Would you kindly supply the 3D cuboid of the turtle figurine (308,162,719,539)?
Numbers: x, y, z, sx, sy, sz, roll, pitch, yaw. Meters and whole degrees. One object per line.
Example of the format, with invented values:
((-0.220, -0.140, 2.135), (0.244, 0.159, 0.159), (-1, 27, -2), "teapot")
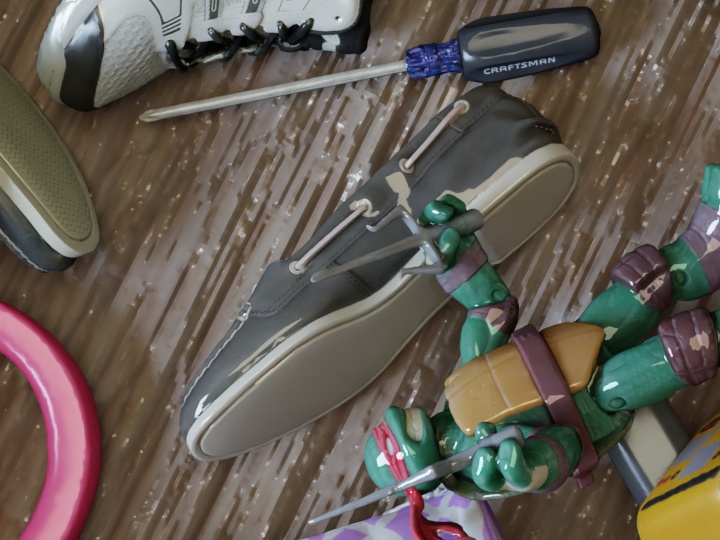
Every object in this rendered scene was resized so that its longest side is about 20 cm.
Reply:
((0.065, 0.034, 0.745), (0.199, 0.101, 0.150), (-25, 46, -2), "turtle figurine")

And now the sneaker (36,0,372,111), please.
((-0.039, -0.117, 0.827), (0.199, 0.076, 0.088), (-35, 82, 0), "sneaker")

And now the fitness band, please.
((-0.195, 0.102, 0.832), (0.143, 0.037, 0.201), (33, 88, 7), "fitness band")

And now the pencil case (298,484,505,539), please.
((-0.029, 0.138, 0.785), (0.199, 0.084, 0.086), (-14, 76, -2), "pencil case")

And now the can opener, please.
((0.127, 0.112, 0.801), (0.066, 0.053, 0.201), (-26, 82, 1), "can opener")

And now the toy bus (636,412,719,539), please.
((0.194, 0.143, 0.748), (0.200, 0.065, 0.078), (46, 58, -2), "toy bus")

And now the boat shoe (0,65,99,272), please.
((-0.189, -0.069, 0.842), (0.200, 0.072, 0.068), (45, 108, 5), "boat shoe")

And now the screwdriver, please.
((0.003, -0.084, 0.842), (0.198, 0.029, 0.028), (-10, 83, -1), "screwdriver")

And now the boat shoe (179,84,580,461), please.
((0.000, 0.000, 0.823), (0.200, 0.067, 0.057), (-38, 60, -6), "boat shoe")
